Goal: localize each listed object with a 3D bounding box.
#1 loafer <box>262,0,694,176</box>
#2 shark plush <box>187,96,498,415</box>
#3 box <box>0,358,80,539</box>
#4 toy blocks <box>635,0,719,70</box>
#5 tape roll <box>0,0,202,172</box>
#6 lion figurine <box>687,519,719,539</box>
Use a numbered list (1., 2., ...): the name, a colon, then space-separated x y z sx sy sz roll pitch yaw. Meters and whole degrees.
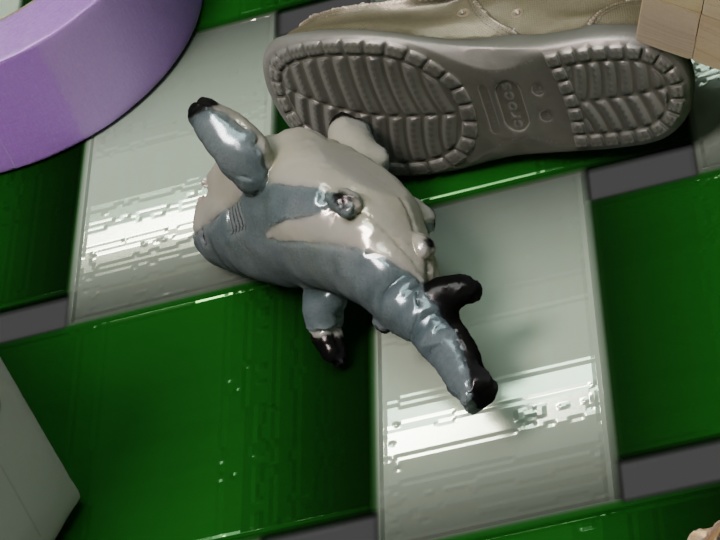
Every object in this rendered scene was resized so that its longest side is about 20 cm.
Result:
1. loafer: 0.054 -0.090 1.073 0.199 0.075 0.070 2 37 20
2. shark plush: 0.000 0.000 1.012 0.200 0.084 0.091 34 23 33
3. box: -0.256 0.078 0.942 0.199 0.199 0.172 7 50 28
4. toy blocks: 0.209 -0.130 1.002 0.199 0.100 0.137 20 48 15
5. tape roll: -0.183 -0.139 1.228 0.199 0.066 0.201 -13 43 12
6. lion figurine: 0.170 0.055 0.876 0.122 0.073 0.200 -25 26 19
